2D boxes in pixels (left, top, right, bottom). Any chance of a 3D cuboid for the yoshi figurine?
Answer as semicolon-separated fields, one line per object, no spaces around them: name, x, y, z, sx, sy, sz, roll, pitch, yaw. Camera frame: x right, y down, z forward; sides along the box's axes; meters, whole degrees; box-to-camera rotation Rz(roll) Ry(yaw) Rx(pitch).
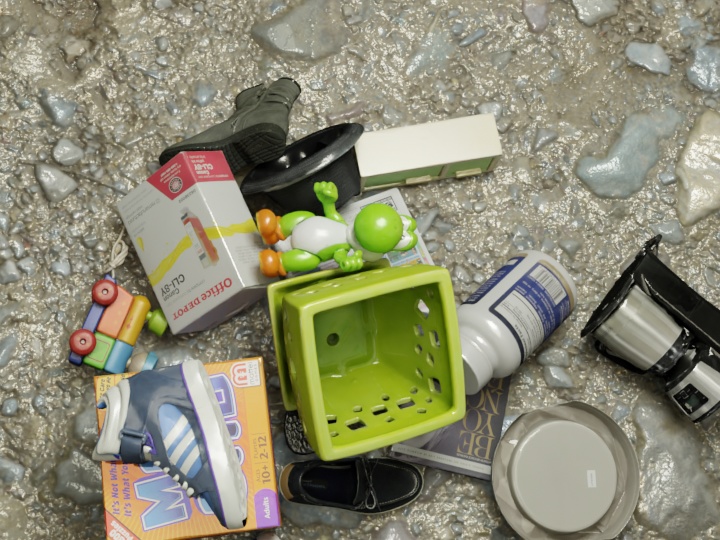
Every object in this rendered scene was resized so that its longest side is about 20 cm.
yoshi figurine;-0.029;-0.047;1.361;0.200;0.112;0.113;-6;116;2

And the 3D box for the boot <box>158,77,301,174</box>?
boot;-0.176;-0.196;1.524;0.200;0.068;0.131;-12;43;21

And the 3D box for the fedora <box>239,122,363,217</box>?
fedora;-0.064;-0.120;1.469;0.200;0.201;0.092;-32;106;-11

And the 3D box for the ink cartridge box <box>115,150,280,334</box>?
ink cartridge box;-0.214;-0.036;1.440;0.145;0.083;0.200;-32;78;30

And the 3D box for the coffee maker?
coffee maker;0.430;0.074;1.471;0.200;0.135;0.192;39;77;5

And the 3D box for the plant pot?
plant pot;-0.005;0.094;1.353;0.200;0.181;0.199;-14;107;-22

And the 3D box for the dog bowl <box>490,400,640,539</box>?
dog bowl;0.263;0.271;1.444;0.200;0.059;0.200;2;79;-9

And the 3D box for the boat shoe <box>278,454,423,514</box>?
boat shoe;-0.005;0.275;1.411;0.200;0.062;0.075;7;76;-23

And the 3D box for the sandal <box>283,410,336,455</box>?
sandal;-0.050;0.157;1.466;0.075;0.048;0.201;17;63;-2

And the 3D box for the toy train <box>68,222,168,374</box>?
toy train;-0.300;0.047;1.455;0.116;0.085;0.200;24;76;-9

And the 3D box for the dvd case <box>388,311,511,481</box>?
dvd case;0.127;0.169;1.472;0.149;0.016;0.200;16;76;-13

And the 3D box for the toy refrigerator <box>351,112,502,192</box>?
toy refrigerator;0.090;-0.161;1.531;0.200;0.076;0.070;-10;78;-7

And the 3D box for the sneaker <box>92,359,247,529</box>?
sneaker;-0.219;0.209;1.221;0.146;0.081;0.200;-19;82;0

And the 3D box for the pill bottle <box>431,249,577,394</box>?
pill bottle;0.186;0.071;1.442;0.111;0.111;0.200;47;62;7

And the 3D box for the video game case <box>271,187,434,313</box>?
video game case;0.000;0.000;1.497;0.200;0.024;0.182;-21;79;-20

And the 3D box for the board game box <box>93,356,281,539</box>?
board game box;-0.207;0.229;1.354;0.200;0.200;0.200;-6;78;-6

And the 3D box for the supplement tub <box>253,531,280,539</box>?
supplement tub;-0.145;0.435;1.339;0.200;0.145;0.145;-38;82;-11
